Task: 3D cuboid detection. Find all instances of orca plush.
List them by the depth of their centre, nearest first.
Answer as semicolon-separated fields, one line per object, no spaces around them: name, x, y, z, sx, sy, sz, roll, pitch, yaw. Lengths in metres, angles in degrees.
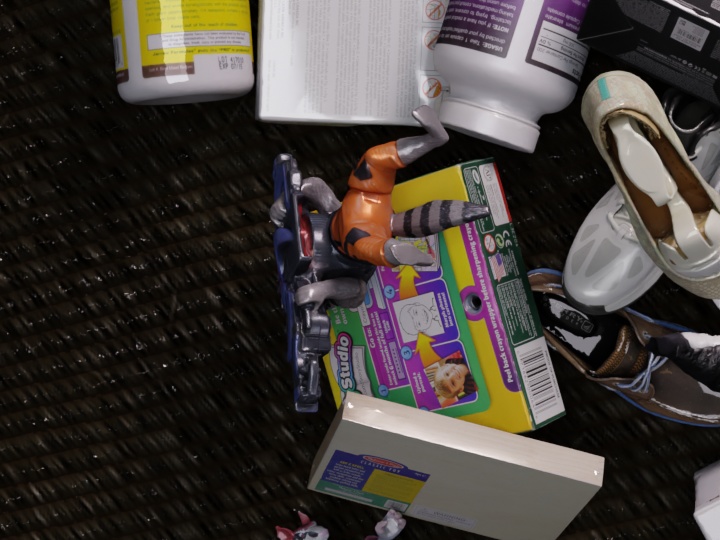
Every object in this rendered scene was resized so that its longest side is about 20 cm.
orca plush;0.308;0.081;1.186;0.198;0.105;0.072;11;59;-23

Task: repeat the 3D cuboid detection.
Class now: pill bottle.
pill bottle;0.122;-0.195;1.228;0.112;0.112;0.202;18;93;9
pill bottle;-0.142;-0.233;1.284;0.108;0.109;0.202;-4;93;11

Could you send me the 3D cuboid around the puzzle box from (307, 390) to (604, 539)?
puzzle box;0.068;0.152;1.237;0.198;0.133;0.026;16;58;-6

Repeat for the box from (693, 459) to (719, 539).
box;0.332;0.226;1.197;0.106;0.152;0.201;-28;88;12

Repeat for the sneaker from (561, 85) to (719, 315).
sneaker;0.208;-0.067;1.199;0.075;0.115;0.201;35;82;25

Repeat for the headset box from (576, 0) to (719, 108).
headset box;0.264;-0.221;1.183;0.148;0.075;0.201;26;58;7

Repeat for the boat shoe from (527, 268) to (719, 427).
boat shoe;0.201;0.065;1.253;0.199;0.072;0.073;25;99;9

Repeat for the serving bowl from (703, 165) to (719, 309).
serving bowl;0.340;-0.041;1.201;0.198;0.066;0.202;1;124;2

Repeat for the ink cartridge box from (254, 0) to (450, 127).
ink cartridge box;0.019;-0.194;1.299;0.198;0.050;0.164;2;93;-7

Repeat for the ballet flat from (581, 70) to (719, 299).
ballet flat;0.209;-0.045;1.133;0.067;0.062;0.200;-31;112;18

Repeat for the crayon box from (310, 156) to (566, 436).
crayon box;0.046;0.034;1.258;0.172;0.058;0.202;-16;90;37

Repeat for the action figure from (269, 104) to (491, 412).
action figure;0.000;0.000;1.177;0.104;0.193;0.202;8;68;-29

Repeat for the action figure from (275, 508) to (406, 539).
action figure;0.001;0.276;1.306;0.133;0.149;0.201;-30;67;-6
